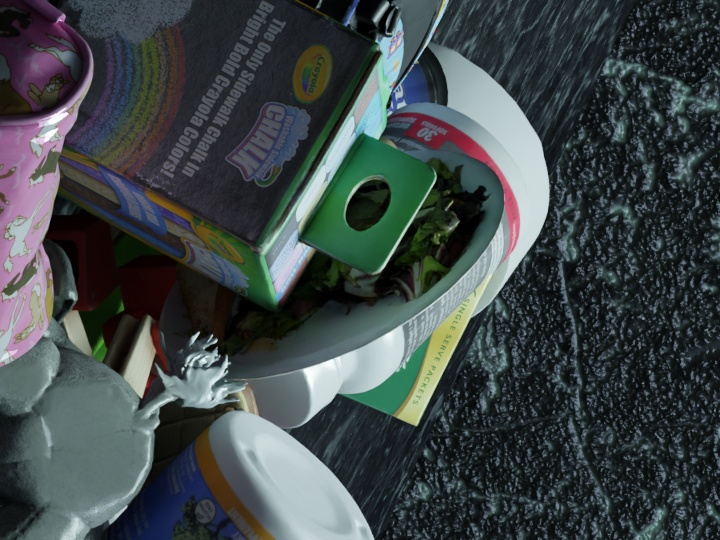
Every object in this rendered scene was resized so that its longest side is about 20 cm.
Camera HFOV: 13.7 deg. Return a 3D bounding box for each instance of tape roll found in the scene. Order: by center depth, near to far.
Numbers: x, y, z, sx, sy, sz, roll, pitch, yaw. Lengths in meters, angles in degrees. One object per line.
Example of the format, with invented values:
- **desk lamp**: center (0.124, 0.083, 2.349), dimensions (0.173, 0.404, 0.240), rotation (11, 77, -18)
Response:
- **tape roll**: center (0.025, -0.059, 2.051), dimensions (0.071, 0.202, 0.203), rotation (-53, 169, -46)

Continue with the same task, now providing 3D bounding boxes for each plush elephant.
- **plush elephant**: center (-0.177, 0.074, 1.531), dimensions (0.200, 0.165, 0.155), rotation (-21, -167, -25)

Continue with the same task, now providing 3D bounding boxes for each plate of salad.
- **plate of salad**: center (-0.020, -0.013, 1.588), dimensions (0.200, 0.200, 0.048), rotation (-53, 128, -42)

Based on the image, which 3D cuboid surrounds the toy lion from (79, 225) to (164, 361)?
- **toy lion**: center (-0.163, 0.060, 1.830), dimensions (0.192, 0.069, 0.200), rotation (-53, 171, -4)

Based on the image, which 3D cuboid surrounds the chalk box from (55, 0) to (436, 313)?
- **chalk box**: center (-0.062, -0.067, 1.499), dimensions (0.125, 0.200, 0.124), rotation (-59, 172, -12)

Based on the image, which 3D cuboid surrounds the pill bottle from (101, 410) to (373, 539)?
- **pill bottle**: center (-0.096, 0.177, 1.553), dimensions (0.200, 0.112, 0.112), rotation (-46, 175, 14)

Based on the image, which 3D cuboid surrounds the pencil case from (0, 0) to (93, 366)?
- **pencil case**: center (-0.170, -0.039, 1.361), dimensions (0.200, 0.083, 0.087), rotation (107, -19, -53)

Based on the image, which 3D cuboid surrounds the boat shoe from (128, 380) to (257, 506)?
- **boat shoe**: center (-0.082, 0.142, 1.653), dimensions (0.068, 0.072, 0.201), rotation (-40, 136, -60)

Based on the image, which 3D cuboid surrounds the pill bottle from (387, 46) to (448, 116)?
- **pill bottle**: center (-0.020, -0.101, 1.871), dimensions (0.112, 0.112, 0.200), rotation (-64, 164, 19)

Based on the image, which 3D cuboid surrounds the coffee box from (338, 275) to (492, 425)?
- **coffee box**: center (-0.026, 0.009, 1.975), dimensions (0.123, 0.200, 0.044), rotation (-62, -165, 11)

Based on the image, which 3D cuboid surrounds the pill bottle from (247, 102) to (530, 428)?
- **pill bottle**: center (0.000, 0.000, 1.718), dimensions (0.200, 0.111, 0.111), rotation (-44, 163, -36)

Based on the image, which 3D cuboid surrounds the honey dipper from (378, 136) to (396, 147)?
- **honey dipper**: center (-0.059, -0.060, 1.624), dimensions (0.038, 0.200, 0.038), rotation (-5, 97, -48)

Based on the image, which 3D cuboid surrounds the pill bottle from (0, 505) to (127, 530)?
- **pill bottle**: center (-0.208, 0.158, 1.666), dimensions (0.200, 0.113, 0.113), rotation (-52, 168, -51)

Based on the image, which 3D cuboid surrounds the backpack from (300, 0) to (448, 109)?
- **backpack**: center (-0.022, -0.158, 1.665), dimensions (0.183, 0.134, 0.200), rotation (-55, 171, -36)

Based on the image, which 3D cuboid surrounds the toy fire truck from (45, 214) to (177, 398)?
- **toy fire truck**: center (-0.126, 0.054, 1.666), dimensions (0.141, 0.049, 0.201), rotation (-36, 121, -59)
